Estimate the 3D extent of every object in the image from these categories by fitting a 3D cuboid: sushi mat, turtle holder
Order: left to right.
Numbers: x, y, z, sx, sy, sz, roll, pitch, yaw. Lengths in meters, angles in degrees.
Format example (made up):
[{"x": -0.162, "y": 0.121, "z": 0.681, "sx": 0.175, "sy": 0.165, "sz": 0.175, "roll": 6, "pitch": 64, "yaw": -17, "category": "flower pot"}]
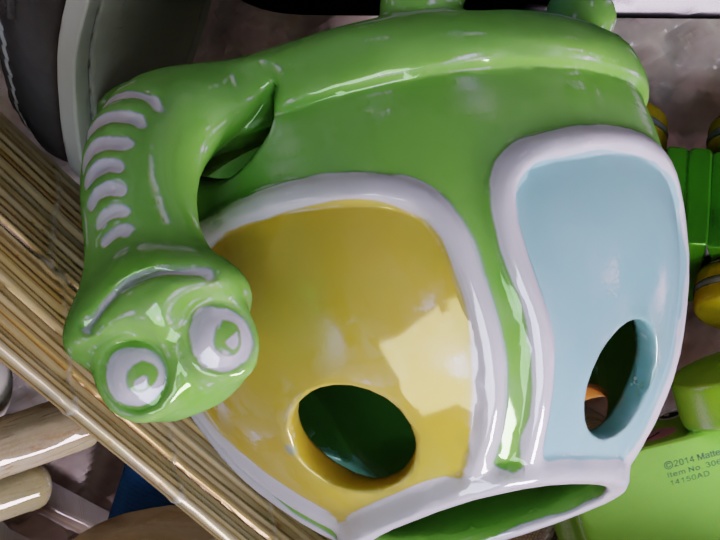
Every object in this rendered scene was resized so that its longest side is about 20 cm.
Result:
[{"x": -0.053, "y": 0.026, "z": 0.777, "sx": 0.012, "sy": 0.096, "sz": 0.200, "roll": -31, "pitch": 127, "yaw": 21, "category": "sushi mat"}, {"x": 0.011, "y": -0.002, "z": 0.734, "sx": 0.140, "sy": 0.132, "sz": 0.186, "roll": -16, "pitch": 166, "yaw": 7, "category": "turtle holder"}]

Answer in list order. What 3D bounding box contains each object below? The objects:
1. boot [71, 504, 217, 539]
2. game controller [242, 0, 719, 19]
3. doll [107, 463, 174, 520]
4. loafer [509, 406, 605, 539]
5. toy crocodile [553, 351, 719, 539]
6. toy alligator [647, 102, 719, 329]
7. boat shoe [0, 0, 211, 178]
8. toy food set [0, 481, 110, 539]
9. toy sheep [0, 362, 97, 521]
[{"x": -0.083, "y": 0.147, "z": 0.848, "sx": 0.200, "sy": 0.071, "sz": 0.144, "roll": -12, "pitch": 137, "yaw": -24, "category": "boot"}, {"x": 0.053, "y": -0.118, "z": 0.778, "sx": 0.199, "sy": 0.042, "sz": 0.105, "roll": -2, "pitch": 125, "yaw": -25, "category": "game controller"}, {"x": -0.023, "y": 0.071, "z": 0.887, "sx": 0.136, "sy": 0.048, "sz": 0.201, "roll": -34, "pitch": 124, "yaw": -14, "category": "doll"}, {"x": 0.101, "y": 0.117, "z": 0.930, "sx": 0.076, "sy": 0.068, "sz": 0.200, "roll": -50, "pitch": 133, "yaw": -16, "category": "loafer"}, {"x": 0.149, "y": 0.042, "z": 0.851, "sx": 0.199, "sy": 0.062, "sz": 0.068, "roll": -21, "pitch": 99, "yaw": 8, "category": "toy crocodile"}, {"x": 0.065, "y": -0.014, "z": 0.860, "sx": 0.199, "sy": 0.060, "sz": 0.054, "roll": 5, "pitch": 158, "yaw": 3, "category": "toy alligator"}, {"x": -0.075, "y": -0.110, "z": 0.755, "sx": 0.060, "sy": 0.072, "sz": 0.202, "roll": 23, "pitch": 136, "yaw": 17, "category": "boat shoe"}, {"x": -0.160, "y": 0.135, "z": 0.901, "sx": 0.200, "sy": 0.061, "sz": 0.143, "roll": -43, "pitch": 134, "yaw": 16, "category": "toy food set"}, {"x": -0.152, "y": 0.020, "z": 0.767, "sx": 0.137, "sy": 0.201, "sz": 0.138, "roll": -25, "pitch": 166, "yaw": -7, "category": "toy sheep"}]
